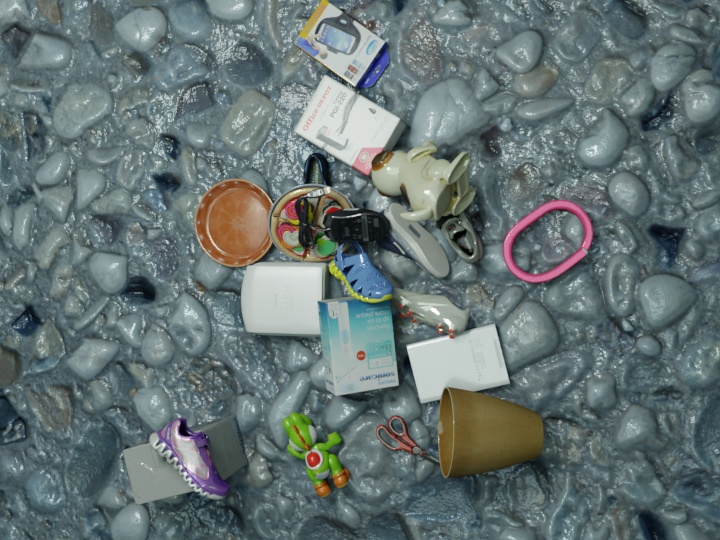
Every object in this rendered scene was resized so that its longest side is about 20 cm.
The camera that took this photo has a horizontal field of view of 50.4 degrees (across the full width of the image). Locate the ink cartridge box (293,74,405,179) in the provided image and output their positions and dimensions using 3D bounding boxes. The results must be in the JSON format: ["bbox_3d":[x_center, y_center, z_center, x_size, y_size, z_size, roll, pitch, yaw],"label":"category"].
[{"bbox_3d":[-0.024,-0.314,1.681,0.199,0.085,0.146,32,96,10],"label":"ink cartridge box"}]

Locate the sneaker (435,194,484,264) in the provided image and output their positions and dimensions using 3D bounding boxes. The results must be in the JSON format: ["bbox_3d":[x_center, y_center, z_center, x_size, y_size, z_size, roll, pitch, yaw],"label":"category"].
[{"bbox_3d":[0.201,-0.105,1.641,0.074,0.088,0.200,-36,83,11],"label":"sneaker"}]

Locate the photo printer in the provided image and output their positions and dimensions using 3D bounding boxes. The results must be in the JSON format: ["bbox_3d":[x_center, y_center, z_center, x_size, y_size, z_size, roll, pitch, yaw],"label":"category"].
[{"bbox_3d":[-0.172,0.064,1.725,0.199,0.069,0.168,1,92,11],"label":"photo printer"}]

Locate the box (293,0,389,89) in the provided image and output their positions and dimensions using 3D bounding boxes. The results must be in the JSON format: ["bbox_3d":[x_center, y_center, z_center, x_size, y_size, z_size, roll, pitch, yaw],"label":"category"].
[{"bbox_3d":[-0.035,-0.497,1.701,0.200,0.041,0.119,37,98,10],"label":"box"}]

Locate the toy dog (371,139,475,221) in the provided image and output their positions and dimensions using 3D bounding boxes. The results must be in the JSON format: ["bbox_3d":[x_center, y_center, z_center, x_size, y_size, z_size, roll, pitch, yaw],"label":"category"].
[{"bbox_3d":[0.115,-0.182,1.601,0.199,0.140,0.194,28,71,34],"label":"toy dog"}]

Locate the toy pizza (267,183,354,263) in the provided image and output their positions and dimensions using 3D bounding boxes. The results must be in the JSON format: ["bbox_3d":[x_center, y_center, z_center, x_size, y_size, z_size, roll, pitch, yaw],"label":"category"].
[{"bbox_3d":[-0.104,-0.095,1.671,0.199,0.032,0.201,-2,123,-2],"label":"toy pizza"}]

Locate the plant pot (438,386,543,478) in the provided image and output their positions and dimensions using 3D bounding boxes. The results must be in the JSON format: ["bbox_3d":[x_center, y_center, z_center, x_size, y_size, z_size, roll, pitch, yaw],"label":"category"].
[{"bbox_3d":[0.274,0.343,1.604,0.199,0.186,0.188,3,92,-3],"label":"plant pot"}]

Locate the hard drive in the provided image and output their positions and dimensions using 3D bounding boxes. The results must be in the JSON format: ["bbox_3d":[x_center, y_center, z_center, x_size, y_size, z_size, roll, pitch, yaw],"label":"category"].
[{"bbox_3d":[0.213,0.204,1.676,0.199,0.025,0.133,-15,88,11],"label":"hard drive"}]

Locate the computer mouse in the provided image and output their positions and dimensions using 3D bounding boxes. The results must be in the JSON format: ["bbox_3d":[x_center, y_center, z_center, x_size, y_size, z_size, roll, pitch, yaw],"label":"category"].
[{"bbox_3d":[-0.042,-0.122,1.619,0.199,0.046,0.141,-8,122,6],"label":"computer mouse"}]

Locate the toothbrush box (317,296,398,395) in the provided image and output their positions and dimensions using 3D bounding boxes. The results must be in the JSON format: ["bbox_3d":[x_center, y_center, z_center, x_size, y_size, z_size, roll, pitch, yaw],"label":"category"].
[{"bbox_3d":[-0.006,0.157,1.658,0.145,0.085,0.201,-6,93,-17],"label":"toothbrush box"}]

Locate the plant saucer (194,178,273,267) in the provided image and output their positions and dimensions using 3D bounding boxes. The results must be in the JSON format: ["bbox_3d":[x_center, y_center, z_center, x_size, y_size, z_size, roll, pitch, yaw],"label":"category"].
[{"bbox_3d":[-0.284,-0.109,1.762,0.199,0.032,0.202,0,91,11],"label":"plant saucer"}]

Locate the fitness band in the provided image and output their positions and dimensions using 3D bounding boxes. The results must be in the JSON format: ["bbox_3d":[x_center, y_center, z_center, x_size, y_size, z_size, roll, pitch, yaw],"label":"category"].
[{"bbox_3d":[0.399,-0.060,1.629,0.200,0.037,0.144,-37,84,8],"label":"fitness band"}]

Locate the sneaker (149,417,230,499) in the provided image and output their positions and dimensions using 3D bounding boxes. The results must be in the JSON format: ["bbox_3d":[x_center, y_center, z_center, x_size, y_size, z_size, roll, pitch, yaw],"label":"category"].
[{"bbox_3d":[-0.335,0.378,1.561,0.200,0.080,0.089,42,90,9],"label":"sneaker"}]

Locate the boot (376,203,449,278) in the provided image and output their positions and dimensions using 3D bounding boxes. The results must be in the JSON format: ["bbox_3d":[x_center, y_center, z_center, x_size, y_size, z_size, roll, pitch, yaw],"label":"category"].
[{"bbox_3d":[0.105,-0.054,1.678,0.200,0.073,0.090,50,136,-9],"label":"boot"}]

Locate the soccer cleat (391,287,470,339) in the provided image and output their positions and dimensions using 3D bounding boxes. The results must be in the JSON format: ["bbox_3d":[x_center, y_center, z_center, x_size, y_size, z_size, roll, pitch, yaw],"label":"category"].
[{"bbox_3d":[0.143,0.078,1.673,0.199,0.069,0.078,25,66,16],"label":"soccer cleat"}]

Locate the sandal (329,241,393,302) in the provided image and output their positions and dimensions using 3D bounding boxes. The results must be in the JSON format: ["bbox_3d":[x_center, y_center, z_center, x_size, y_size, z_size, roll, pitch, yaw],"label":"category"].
[{"bbox_3d":[0.000,0.000,1.636,0.200,0.079,0.088,37,129,42],"label":"sandal"}]

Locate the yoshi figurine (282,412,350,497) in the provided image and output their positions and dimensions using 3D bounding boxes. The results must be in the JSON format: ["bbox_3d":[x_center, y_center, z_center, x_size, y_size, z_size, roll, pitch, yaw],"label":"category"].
[{"bbox_3d":[-0.108,0.399,1.723,0.112,0.112,0.201,-19,105,50],"label":"yoshi figurine"}]

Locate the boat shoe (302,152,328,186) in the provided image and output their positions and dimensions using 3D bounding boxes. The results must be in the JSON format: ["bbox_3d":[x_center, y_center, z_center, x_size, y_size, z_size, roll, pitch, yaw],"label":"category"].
[{"bbox_3d":[-0.110,-0.162,1.707,0.084,0.069,0.201,-6,93,9],"label":"boat shoe"}]

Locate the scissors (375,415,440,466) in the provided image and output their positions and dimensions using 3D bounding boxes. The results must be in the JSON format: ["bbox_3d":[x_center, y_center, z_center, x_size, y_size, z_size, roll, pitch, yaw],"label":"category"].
[{"bbox_3d":[0.122,0.406,1.706,0.200,0.014,0.073,42,96,6],"label":"scissors"}]

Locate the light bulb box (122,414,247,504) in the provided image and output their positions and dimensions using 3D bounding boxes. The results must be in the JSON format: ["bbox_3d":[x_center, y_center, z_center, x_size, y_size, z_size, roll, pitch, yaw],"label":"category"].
[{"bbox_3d":[-0.384,0.418,1.708,0.197,0.200,0.126,-16,87,10],"label":"light bulb box"}]
